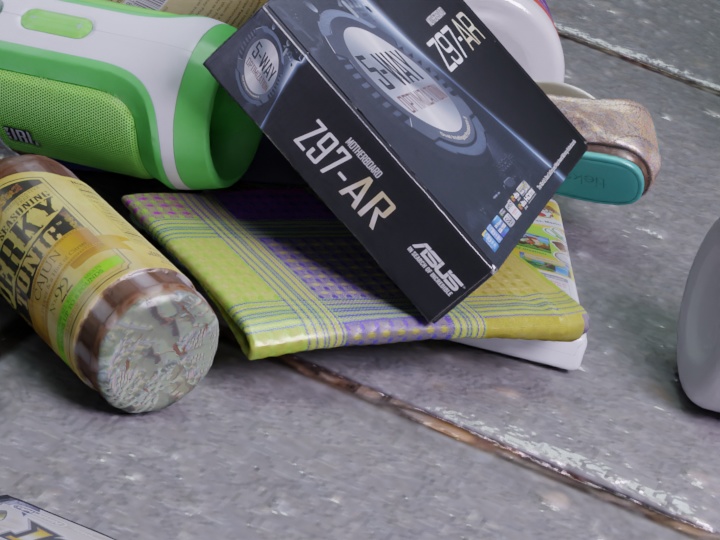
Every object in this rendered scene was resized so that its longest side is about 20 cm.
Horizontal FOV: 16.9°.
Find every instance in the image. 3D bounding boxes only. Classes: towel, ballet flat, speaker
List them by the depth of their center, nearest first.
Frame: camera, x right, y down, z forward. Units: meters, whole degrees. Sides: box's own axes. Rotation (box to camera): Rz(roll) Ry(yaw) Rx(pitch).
[{"bbox_3d":[0.000,0.000,1.155,0.199,0.023,0.144,-2,30,-35],"label":"towel"},{"bbox_3d":[-0.148,-0.095,1.178,0.199,0.089,0.088,13,20,20],"label":"speaker"},{"bbox_3d":[0.071,-0.083,1.360,0.199,0.068,0.068,12,53,4],"label":"ballet flat"}]

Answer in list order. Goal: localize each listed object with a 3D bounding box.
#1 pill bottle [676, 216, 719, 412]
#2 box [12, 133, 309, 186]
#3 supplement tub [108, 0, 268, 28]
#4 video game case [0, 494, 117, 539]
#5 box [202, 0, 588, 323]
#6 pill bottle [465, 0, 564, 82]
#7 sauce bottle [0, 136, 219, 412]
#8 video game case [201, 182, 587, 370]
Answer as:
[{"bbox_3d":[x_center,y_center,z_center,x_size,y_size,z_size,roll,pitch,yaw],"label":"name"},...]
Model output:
[{"bbox_3d":[0.266,0.037,1.207,0.199,0.105,0.104,13,23,-10],"label":"pill bottle"},{"bbox_3d":[-0.068,-0.078,1.260,0.199,0.033,0.121,3,20,15],"label":"box"},{"bbox_3d":[-0.097,-0.181,1.354,0.199,0.145,0.144,23,15,-39],"label":"supplement tub"},{"bbox_3d":[-0.104,0.118,0.771,0.199,0.026,0.180,19,10,32],"label":"video game case"},{"bbox_3d":[0.023,-0.078,1.166,0.160,0.043,0.200,49,26,-3],"label":"box"},{"bbox_3d":[0.059,-0.151,1.480,0.111,0.112,0.200,13,23,-9],"label":"pill bottle"},{"bbox_3d":[-0.139,-0.010,1.084,0.064,0.065,0.200,-2,28,-38],"label":"sauce bottle"},{"bbox_3d":[0.014,-0.017,1.260,0.199,0.023,0.182,14,23,-6],"label":"video game case"}]
